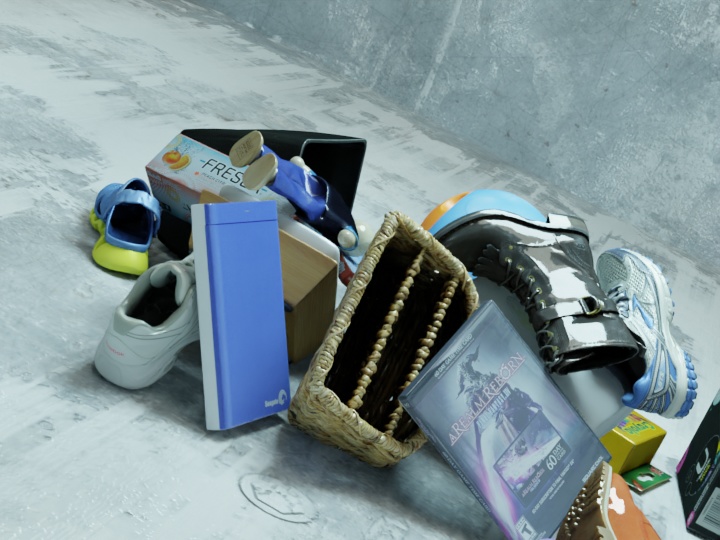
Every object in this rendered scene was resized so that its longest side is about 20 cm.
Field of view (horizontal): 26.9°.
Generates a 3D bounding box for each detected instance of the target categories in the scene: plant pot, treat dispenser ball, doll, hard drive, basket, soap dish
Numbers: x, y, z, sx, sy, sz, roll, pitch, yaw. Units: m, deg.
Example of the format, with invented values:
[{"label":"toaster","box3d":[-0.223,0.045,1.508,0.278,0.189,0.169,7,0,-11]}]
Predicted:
[{"label":"plant pot","box3d":[-0.125,-0.081,1.794,0.176,0.201,0.200,18,11,20]},{"label":"treat dispenser ball","box3d":[0.162,-0.004,1.958,0.200,0.202,0.201,24,15,-7]},{"label":"doll","box3d":[-0.049,-0.072,1.535,0.200,0.048,0.137,36,16,-44]},{"label":"hard drive","box3d":[-0.109,0.038,1.398,0.025,0.202,0.132,-3,2,25]},{"label":"basket","box3d":[0.037,0.074,1.412,0.142,0.201,0.149,27,-23,-2]},{"label":"soap dish","box3d":[-0.102,0.009,1.555,0.157,0.082,0.200,29,-22,10]}]

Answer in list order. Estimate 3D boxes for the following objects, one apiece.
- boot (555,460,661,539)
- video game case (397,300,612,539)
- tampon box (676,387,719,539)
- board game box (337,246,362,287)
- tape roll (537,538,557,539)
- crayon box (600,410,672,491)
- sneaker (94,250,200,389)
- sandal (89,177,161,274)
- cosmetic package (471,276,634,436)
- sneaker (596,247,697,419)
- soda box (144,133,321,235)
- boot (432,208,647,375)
[{"label":"boot","box3d":[0.223,0.237,1.252,0.107,0.075,0.200,27,23,-6]},{"label":"video game case","box3d":[0.139,0.149,1.414,0.200,0.143,0.019,52,-32,-11]},{"label":"tampon box","box3d":[0.461,0.230,1.754,0.125,0.151,0.200,26,14,1]},{"label":"board game box","box3d":[0.000,0.000,1.647,0.103,0.019,0.200,37,9,-23]},{"label":"tape roll","box3d":[0.208,0.306,1.243,0.199,0.066,0.200,23,15,-6]},{"label":"crayon box","box3d":[0.284,0.185,1.810,0.199,0.051,0.127,33,16,23]},{"label":"sneaker","box3d":[-0.160,0.022,1.385,0.078,0.100,0.200,32,48,12]},{"label":"sandal","box3d":[-0.259,-0.065,1.697,0.079,0.088,0.200,15,16,-19]},{"label":"cosmetic package","box3d":[0.188,0.097,1.594,0.199,0.123,0.200,-27,71,-44]},{"label":"sneaker","box3d":[0.276,0.058,1.544,0.084,0.077,0.201,2,51,-26]},{"label":"soda box","box3d":[-0.139,-0.075,1.648,0.199,0.069,0.064,27,57,27]},{"label":"boot","box3d":[0.172,0.026,1.490,0.198,0.069,0.175,-4,53,-13]}]
